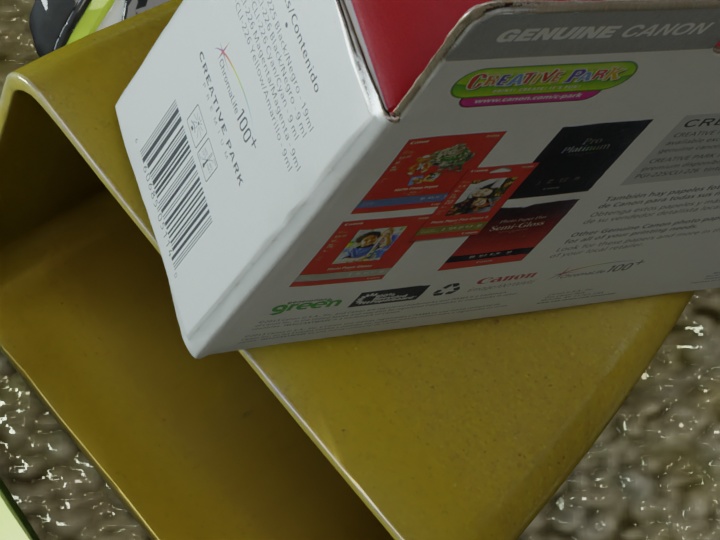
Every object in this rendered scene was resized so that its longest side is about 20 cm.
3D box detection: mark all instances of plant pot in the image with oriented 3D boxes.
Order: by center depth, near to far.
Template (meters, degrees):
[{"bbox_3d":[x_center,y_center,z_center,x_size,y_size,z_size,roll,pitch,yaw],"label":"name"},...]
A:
[{"bbox_3d":[0.000,0.000,0.763,0.176,0.200,0.200,-38,85,-24],"label":"plant pot"}]

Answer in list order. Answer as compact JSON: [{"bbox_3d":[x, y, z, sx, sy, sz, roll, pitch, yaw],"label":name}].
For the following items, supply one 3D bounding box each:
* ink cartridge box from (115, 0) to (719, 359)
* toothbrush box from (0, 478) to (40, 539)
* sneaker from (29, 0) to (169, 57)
[{"bbox_3d":[0.062,-0.059,0.609,0.200,0.176,0.084,-6,67,-30],"label":"ink cartridge box"},{"bbox_3d":[-0.163,0.142,0.769,0.145,0.086,0.200,-32,85,-9],"label":"toothbrush box"},{"bbox_3d":[-0.036,-0.131,0.841,0.083,0.072,0.200,39,89,2],"label":"sneaker"}]
